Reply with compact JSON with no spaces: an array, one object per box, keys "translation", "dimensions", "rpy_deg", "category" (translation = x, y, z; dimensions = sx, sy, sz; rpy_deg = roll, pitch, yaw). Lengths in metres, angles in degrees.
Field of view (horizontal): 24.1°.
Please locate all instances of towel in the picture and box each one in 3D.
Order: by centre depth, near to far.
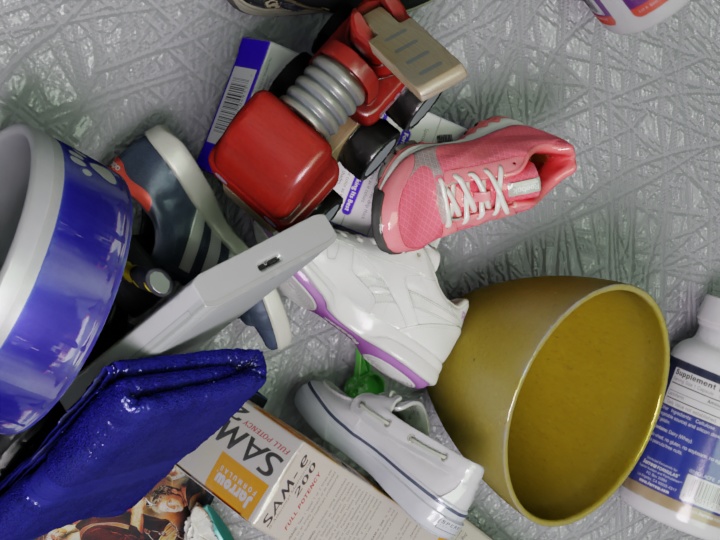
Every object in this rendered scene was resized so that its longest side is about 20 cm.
[{"translation":[-0.169,0.118,1.177],"dimensions":[0.147,0.200,0.050],"rpy_deg":[-11,65,-51],"category":"towel"}]

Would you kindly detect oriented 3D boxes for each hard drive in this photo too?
[{"translation":[-0.116,0.033,1.178],"dimensions":[0.131,0.200,0.026],"rpy_deg":[-29,85,-44],"category":"hard drive"}]

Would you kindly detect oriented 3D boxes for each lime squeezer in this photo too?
[{"translation":[0.023,0.119,1.368],"dimensions":[0.038,0.070,0.202],"rpy_deg":[-22,94,-42],"category":"lime squeezer"}]

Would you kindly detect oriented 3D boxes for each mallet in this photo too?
[{"translation":[-0.145,0.011,1.151],"dimensions":[0.041,0.200,0.066],"rpy_deg":[-41,109,-9],"category":"mallet"}]

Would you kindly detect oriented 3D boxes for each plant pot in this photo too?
[{"translation":[0.133,0.086,1.367],"dimensions":[0.199,0.141,0.202],"rpy_deg":[-21,121,-38],"category":"plant pot"}]

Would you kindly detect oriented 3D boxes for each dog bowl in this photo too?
[{"translation":[-0.239,0.007,1.150],"dimensions":[0.078,0.200,0.202],"rpy_deg":[26,89,-28],"category":"dog bowl"}]

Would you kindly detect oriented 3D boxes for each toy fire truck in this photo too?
[{"translation":[-0.010,-0.112,1.146],"dimensions":[0.128,0.200,0.176],"rpy_deg":[41,80,7],"category":"toy fire truck"}]

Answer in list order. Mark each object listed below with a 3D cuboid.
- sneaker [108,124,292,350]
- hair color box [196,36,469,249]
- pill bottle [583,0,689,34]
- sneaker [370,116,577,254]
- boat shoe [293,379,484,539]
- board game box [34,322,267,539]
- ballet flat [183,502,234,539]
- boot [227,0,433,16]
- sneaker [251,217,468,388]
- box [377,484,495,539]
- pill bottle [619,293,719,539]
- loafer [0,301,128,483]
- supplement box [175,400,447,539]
[{"translation":[-0.128,-0.009,1.279],"dimensions":[0.084,0.075,0.201],"rpy_deg":[-35,109,-6],"category":"sneaker"},{"translation":[-0.016,-0.093,1.314],"dimensions":[0.199,0.065,0.110],"rpy_deg":[21,91,-26],"category":"hair color box"},{"translation":[0.186,-0.295,1.341],"dimensions":[0.112,0.111,0.200],"rpy_deg":[-48,117,-9],"category":"pill bottle"},{"translation":[0.088,-0.068,1.268],"dimensions":[0.199,0.086,0.074],"rpy_deg":[-30,119,-41],"category":"sneaker"},{"translation":[0.027,0.128,1.298],"dimensions":[0.067,0.200,0.073],"rpy_deg":[-55,138,3],"category":"boat shoe"},{"translation":[-0.177,0.156,1.306],"dimensions":[0.135,0.035,0.201],"rpy_deg":[30,87,-28],"category":"board game box"},{"translation":[-0.101,0.266,1.332],"dimensions":[0.072,0.072,0.201],"rpy_deg":[-40,130,-13],"category":"ballet flat"},{"translation":[0.012,-0.232,1.243],"dimensions":[0.202,0.154,0.074],"rpy_deg":[-9,91,-22],"category":"boot"},{"translation":[0.000,0.000,1.294],"dimensions":[0.200,0.075,0.100],"rpy_deg":[41,75,-22],"category":"sneaker"},{"translation":[0.085,0.256,1.436],"dimensions":[0.200,0.068,0.082],"rpy_deg":[41,83,-27],"category":"box"},{"translation":[0.315,0.130,1.493],"dimensions":[0.115,0.116,0.202],"rpy_deg":[20,92,-28],"category":"pill bottle"},{"translation":[-0.245,0.093,1.244],"dimensions":[0.202,0.070,0.068],"rpy_deg":[-61,156,-7],"category":"loafer"},{"translation":[-0.040,0.173,1.298],"dimensions":[0.200,0.126,0.074],"rpy_deg":[39,83,-45],"category":"supplement box"}]
